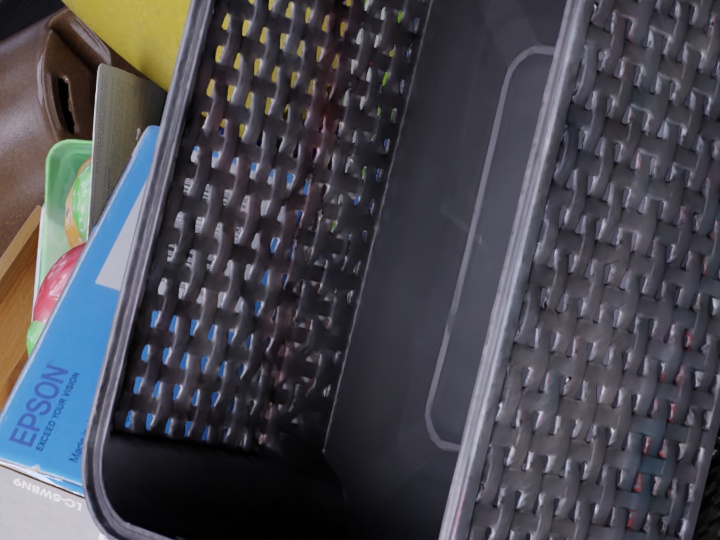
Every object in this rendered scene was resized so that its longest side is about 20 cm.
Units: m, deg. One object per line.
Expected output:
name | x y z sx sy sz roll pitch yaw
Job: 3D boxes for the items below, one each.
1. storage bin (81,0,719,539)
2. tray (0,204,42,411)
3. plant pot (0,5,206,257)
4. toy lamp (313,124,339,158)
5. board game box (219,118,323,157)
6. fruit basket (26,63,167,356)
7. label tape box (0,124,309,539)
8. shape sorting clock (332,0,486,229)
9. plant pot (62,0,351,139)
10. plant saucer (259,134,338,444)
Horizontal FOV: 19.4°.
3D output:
storage bin | 0.022 -0.011 0.545 0.135 0.094 0.200 12 89 45
tray | -0.163 0.071 1.016 0.200 0.099 0.037 -60 -5 -33
plant pot | -0.180 -0.049 1.190 0.198 0.200 0.200 -27 27 37
toy lamp | 0.049 -0.120 0.956 0.200 0.058 0.058 -55 17 -16
board game box | -0.025 -0.079 1.018 0.200 0.019 0.103 -49 -18 15
fruit basket | -0.107 0.011 0.880 0.200 0.094 0.186 -14 -70 -82
label tape box | -0.079 0.075 0.698 0.200 0.063 0.144 108 -177 -48
shape sorting clock | 0.024 -0.080 0.719 0.200 0.039 0.200 -171 90 -82
plant pot | -0.036 -0.139 0.870 0.200 0.142 0.200 -29 -1 0
plant saucer | 0.000 0.000 0.817 0.200 0.034 0.200 -42 26 26
